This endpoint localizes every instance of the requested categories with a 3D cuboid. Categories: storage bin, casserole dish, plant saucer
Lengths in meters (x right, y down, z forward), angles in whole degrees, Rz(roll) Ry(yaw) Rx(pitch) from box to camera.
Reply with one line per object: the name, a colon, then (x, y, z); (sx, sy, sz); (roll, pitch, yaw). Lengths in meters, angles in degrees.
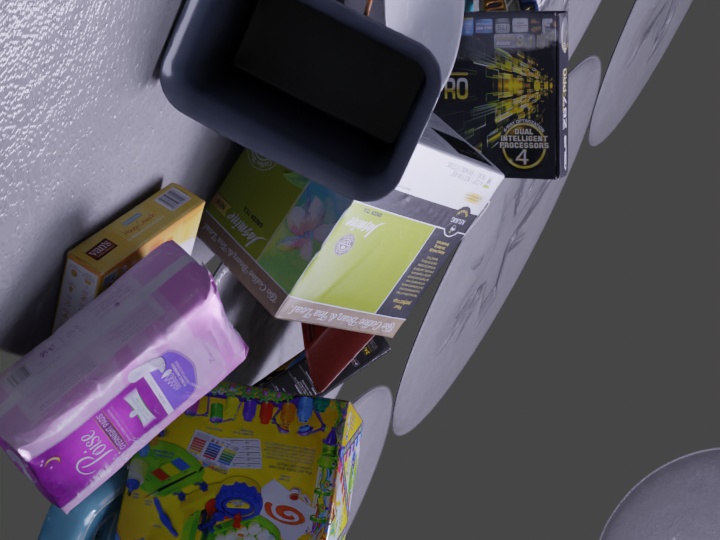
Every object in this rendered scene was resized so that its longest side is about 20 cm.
storage bin: (-0.031, -0.163, 1.197); (0.147, 0.198, 0.134); (-65, 177, 16)
casserole dish: (-0.267, 0.263, 1.478); (0.121, 0.039, 0.202); (-36, 151, -62)
plant saucer: (0.000, 0.000, 1.594); (0.200, 0.037, 0.200); (-48, -157, 16)

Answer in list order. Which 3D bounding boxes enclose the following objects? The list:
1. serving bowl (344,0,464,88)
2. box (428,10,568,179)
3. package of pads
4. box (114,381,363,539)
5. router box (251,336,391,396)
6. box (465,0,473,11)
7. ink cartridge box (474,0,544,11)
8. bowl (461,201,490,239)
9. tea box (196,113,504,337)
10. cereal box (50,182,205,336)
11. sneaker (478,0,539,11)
serving bowl: (0.033, -0.255, 1.417); (0.200, 0.065, 0.203); (5, 90, -66)
box: (0.105, -0.173, 1.534); (0.049, 0.198, 0.163); (-25, 117, -68)
package of pads: (-0.185, 0.080, 1.183); (0.200, 0.076, 0.121); (-40, 147, -13)
box: (-0.114, 0.213, 1.483); (0.122, 0.198, 0.195); (66, 34, -74)
router box: (-0.051, 0.111, 1.719); (0.148, 0.051, 0.200); (-34, 180, -9)
box: (0.054, -0.212, 1.691); (0.201, 0.049, 0.082); (-59, 166, -14)
ink cartridge box: (0.203, -0.392, 1.810); (0.200, 0.084, 0.145); (-52, 164, -37)
bowl: (0.033, -0.030, 1.802); (0.199, 0.075, 0.200); (-30, 166, -34)
tea box: (-0.009, -0.061, 1.414); (0.198, 0.134, 0.199); (-55, 149, 13)
cereal box: (-0.199, 0.041, 1.274); (0.144, 0.039, 0.201); (-43, 157, -50)
sneaker: (0.147, -0.319, 1.667); (0.088, 0.074, 0.202); (92, -4, -78)
